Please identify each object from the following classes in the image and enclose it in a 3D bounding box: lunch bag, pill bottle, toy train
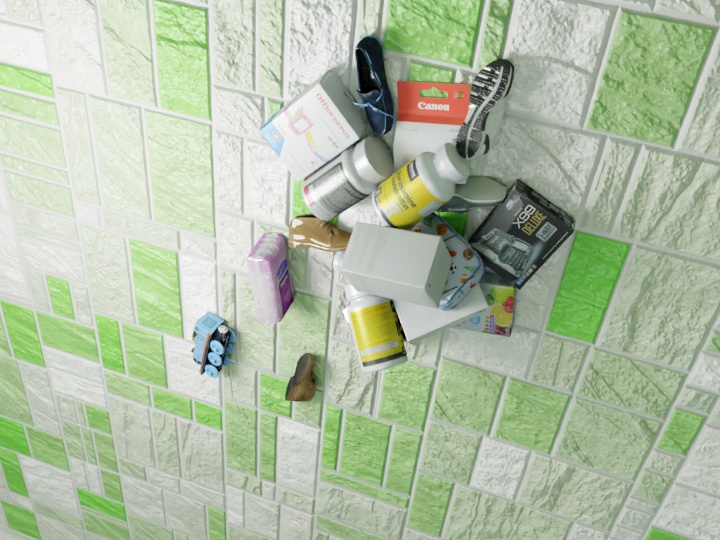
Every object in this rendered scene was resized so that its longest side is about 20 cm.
[{"bbox_3d":[0.165,-0.020,1.599,0.161,0.075,0.200,-47,67,9],"label":"lunch bag"},{"bbox_3d":[0.126,-0.173,1.501,0.199,0.113,0.112,-36,106,32],"label":"pill bottle"},{"bbox_3d":[0.032,0.124,1.668,0.112,0.114,0.205,-17,86,30],"label":"pill bottle"},{"bbox_3d":[-0.427,0.217,2.075,0.113,0.087,0.202,31,132,10],"label":"toy train"},{"bbox_3d":[-0.028,-0.202,1.596,0.198,0.115,0.114,-28,110,37],"label":"pill bottle"}]

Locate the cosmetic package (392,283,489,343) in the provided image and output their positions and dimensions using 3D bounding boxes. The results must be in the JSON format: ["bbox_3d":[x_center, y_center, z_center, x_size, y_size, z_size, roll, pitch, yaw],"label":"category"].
[{"bbox_3d":[0.173,0.055,1.645,0.196,0.052,0.154,-23,73,8],"label":"cosmetic package"}]

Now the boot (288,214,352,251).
[{"bbox_3d":[-0.079,-0.090,1.724,0.195,0.074,0.077,4,106,14],"label":"boot"}]

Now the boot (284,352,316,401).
[{"bbox_3d":[-0.151,0.302,2.042,0.074,0.075,0.202,15,134,-13],"label":"boot"}]

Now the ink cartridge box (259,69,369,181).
[{"bbox_3d":[-0.099,-0.311,1.573,0.198,0.085,0.145,-30,109,33],"label":"ink cartridge box"}]

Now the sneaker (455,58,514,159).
[{"bbox_3d":[0.254,-0.321,1.445,0.073,0.079,0.203,38,119,31],"label":"sneaker"}]

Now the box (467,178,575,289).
[{"bbox_3d":[0.344,-0.076,1.581,0.156,0.050,0.201,34,129,-3],"label":"box"}]

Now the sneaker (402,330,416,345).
[{"bbox_3d":[0.063,0.137,1.819,0.195,0.089,0.075,11,129,16],"label":"sneaker"}]

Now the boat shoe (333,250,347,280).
[{"bbox_3d":[0.000,0.000,1.688,0.065,0.199,0.075,14,92,21],"label":"boat shoe"}]

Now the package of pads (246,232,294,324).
[{"bbox_3d":[-0.225,0.020,1.830,0.074,0.121,0.204,6,125,17],"label":"package of pads"}]

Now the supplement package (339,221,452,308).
[{"bbox_3d":[0.076,-0.011,1.521,0.196,0.119,0.118,12,160,25],"label":"supplement package"}]

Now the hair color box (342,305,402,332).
[{"bbox_3d":[0.064,0.097,1.752,0.198,0.064,0.113,-34,73,25],"label":"hair color box"}]

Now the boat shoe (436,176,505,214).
[{"bbox_3d":[0.219,-0.157,1.570,0.196,0.074,0.062,4,139,23],"label":"boat shoe"}]

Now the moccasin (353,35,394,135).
[{"bbox_3d":[0.016,-0.371,1.489,0.079,0.068,0.204,3,121,35],"label":"moccasin"}]

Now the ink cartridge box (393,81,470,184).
[{"bbox_3d":[0.148,-0.284,1.518,0.159,0.058,0.203,7,130,17],"label":"ink cartridge box"}]

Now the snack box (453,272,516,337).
[{"bbox_3d":[0.265,0.072,1.714,0.195,0.053,0.145,9,124,17],"label":"snack box"}]
